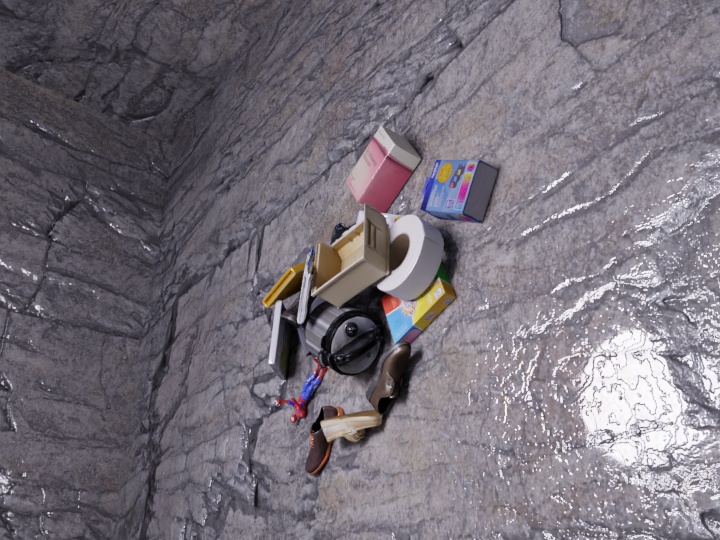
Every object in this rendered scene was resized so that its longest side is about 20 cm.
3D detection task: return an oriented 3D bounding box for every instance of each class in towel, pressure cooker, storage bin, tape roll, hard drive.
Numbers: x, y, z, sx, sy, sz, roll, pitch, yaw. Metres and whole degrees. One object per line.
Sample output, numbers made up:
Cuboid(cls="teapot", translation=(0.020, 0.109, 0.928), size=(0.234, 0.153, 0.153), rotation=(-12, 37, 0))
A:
Cuboid(cls="towel", translation=(-0.144, 0.039, 1.693), size=(0.201, 0.023, 0.151), rotation=(-93, 12, -70))
Cuboid(cls="pressure cooker", translation=(-0.042, 0.181, 1.665), size=(0.199, 0.176, 0.180), rotation=(19, 86, 58))
Cuboid(cls="storage bin", translation=(-0.024, -0.040, 1.618), size=(0.199, 0.093, 0.202), rotation=(-36, 37, 35))
Cuboid(cls="tape roll", translation=(0.116, -0.033, 1.564), size=(0.202, 0.070, 0.206), rotation=(-41, 36, 38))
Cuboid(cls="hard drive", translation=(-0.120, 0.151, 1.920), size=(0.202, 0.042, 0.136), rotation=(-55, 36, 23))

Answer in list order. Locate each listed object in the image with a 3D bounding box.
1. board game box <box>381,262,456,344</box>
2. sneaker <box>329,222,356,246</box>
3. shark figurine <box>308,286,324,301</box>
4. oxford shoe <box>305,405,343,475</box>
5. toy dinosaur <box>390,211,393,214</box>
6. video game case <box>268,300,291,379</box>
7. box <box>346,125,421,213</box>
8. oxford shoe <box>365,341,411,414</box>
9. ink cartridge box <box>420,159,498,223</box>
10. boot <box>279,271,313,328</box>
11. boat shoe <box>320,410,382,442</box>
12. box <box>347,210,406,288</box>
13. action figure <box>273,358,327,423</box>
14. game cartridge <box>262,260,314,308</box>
Cuboid(cls="board game box", translation=(0.141, 0.070, 1.577), size=(0.201, 0.040, 0.155), rotation=(-49, 38, 29))
Cuboid(cls="sneaker", translation=(-0.036, -0.119, 1.909), size=(0.200, 0.072, 0.114), rotation=(-46, 41, 35))
Cuboid(cls="shark figurine", translation=(-0.068, 0.023, 1.776), size=(0.087, 0.213, 0.132), rotation=(4, 91, 25))
Cuboid(cls="oxford shoe", translation=(-0.117, 0.461, 1.724), size=(0.071, 0.071, 0.204), rotation=(26, 95, 57))
Cuboid(cls="toy dinosaur", translation=(0.040, -0.080, 1.811), size=(0.199, 0.058, 0.102), rotation=(-40, 28, 27))
Cuboid(cls="video game case", translation=(-0.252, 0.223, 1.992), size=(0.183, 0.022, 0.205), rotation=(78, -166, -65))
Cuboid(cls="box", translation=(0.064, -0.290, 1.820), size=(0.202, 0.107, 0.129), rotation=(-55, 35, 22))
Cuboid(cls="oxford shoe", translation=(0.083, 0.266, 1.538), size=(0.085, 0.071, 0.204), rotation=(53, 129, 50))
Cuboid(cls="ink cartridge box", translation=(0.231, -0.198, 1.557), size=(0.199, 0.075, 0.140), rotation=(14, 85, 59))
Cuboid(cls="boot", translation=(-0.175, 0.080, 1.949), size=(0.177, 0.068, 0.200), rotation=(-60, 5, 2))
Cuboid(cls="boat shoe", translation=(-0.018, 0.405, 1.618), size=(0.197, 0.073, 0.071), rotation=(-19, 82, 40))
Cuboid(cls="box", translation=(0.047, -0.054, 1.716), size=(0.152, 0.041, 0.205), rotation=(8, 80, 24))
Cuboid(cls="action figure", translation=(-0.182, 0.357, 1.859), size=(0.065, 0.097, 0.204), rotation=(37, 106, 57))
Cuboid(cls="game cartridge", translation=(-0.203, 0.029, 1.993), size=(0.033, 0.199, 0.176), rotation=(48, 121, 8))
